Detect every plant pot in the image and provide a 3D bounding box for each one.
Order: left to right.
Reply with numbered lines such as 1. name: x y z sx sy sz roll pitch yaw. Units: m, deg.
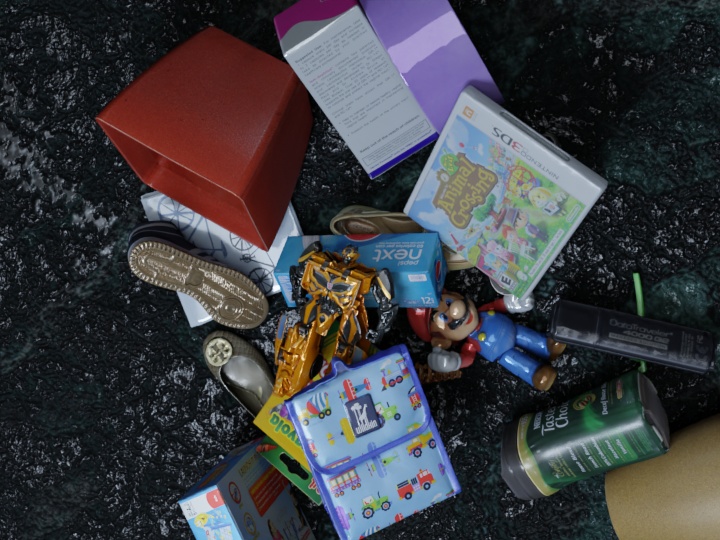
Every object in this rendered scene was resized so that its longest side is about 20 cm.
1. plant pot: -0.163 -0.169 1.139 0.199 0.200 0.177 29 78 11
2. plant pot: 0.400 0.263 1.115 0.199 0.186 0.187 -18 93 27

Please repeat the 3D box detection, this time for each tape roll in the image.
1. tape roll: 0.081 -0.258 1.087 0.085 0.200 0.201 -29 91 11

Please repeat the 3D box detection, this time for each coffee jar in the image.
1. coffee jar: 0.263 0.201 1.138 0.199 0.104 0.085 -28 110 25

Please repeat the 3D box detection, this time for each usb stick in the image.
1. usb stick: 0.324 0.078 1.132 0.199 0.033 0.056 12 70 5

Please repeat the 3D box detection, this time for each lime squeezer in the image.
1. lime squeezer: 0.325 0.106 1.175 0.071 0.038 0.201 34 103 38

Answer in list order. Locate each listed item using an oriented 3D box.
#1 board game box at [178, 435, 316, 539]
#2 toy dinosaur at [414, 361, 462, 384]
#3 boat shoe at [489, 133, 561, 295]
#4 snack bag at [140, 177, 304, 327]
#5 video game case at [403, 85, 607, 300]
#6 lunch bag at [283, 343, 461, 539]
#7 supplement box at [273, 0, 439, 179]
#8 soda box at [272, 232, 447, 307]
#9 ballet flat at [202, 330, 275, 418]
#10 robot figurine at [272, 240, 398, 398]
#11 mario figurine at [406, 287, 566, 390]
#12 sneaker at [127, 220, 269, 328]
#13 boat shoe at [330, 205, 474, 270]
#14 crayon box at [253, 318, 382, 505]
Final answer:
1. board game box: -0.129 0.333 1.191 0.056 0.200 0.197 -25 91 13
2. toy dinosaur: 0.030 0.172 1.204 0.200 0.102 0.136 -31 73 33
3. boat shoe: 0.195 -0.071 1.138 0.066 0.057 0.201 16 84 10
4. snack bag: -0.171 -0.046 1.247 0.199 0.021 0.189 -21 93 9
5. video game case: 0.153 -0.080 1.059 0.182 0.022 0.200 37 140 10
6. lunch bag: 0.007 0.183 1.076 0.150 0.094 0.201 -23 110 -9
7. supplement box: -0.004 -0.225 1.106 0.103 0.101 0.200 -31 129 12
8. soda box: 0.000 0.000 1.155 0.199 0.068 0.064 0 136 20
9. ballet flat: -0.138 0.162 1.251 0.067 0.046 0.200 -38 89 11
10. robot figurine: -0.035 0.067 1.101 0.144 0.058 0.201 21 109 22
11. mario figurine: 0.152 0.073 1.154 0.199 0.124 0.106 21 120 2
12. sneaker: -0.211 0.001 1.220 0.199 0.109 0.070 30 98 -28
13. boat shoe: 0.060 -0.038 1.185 0.199 0.063 0.074 7 98 9
14. crayon box: -0.045 0.171 1.176 0.127 0.051 0.200 32 87 32
